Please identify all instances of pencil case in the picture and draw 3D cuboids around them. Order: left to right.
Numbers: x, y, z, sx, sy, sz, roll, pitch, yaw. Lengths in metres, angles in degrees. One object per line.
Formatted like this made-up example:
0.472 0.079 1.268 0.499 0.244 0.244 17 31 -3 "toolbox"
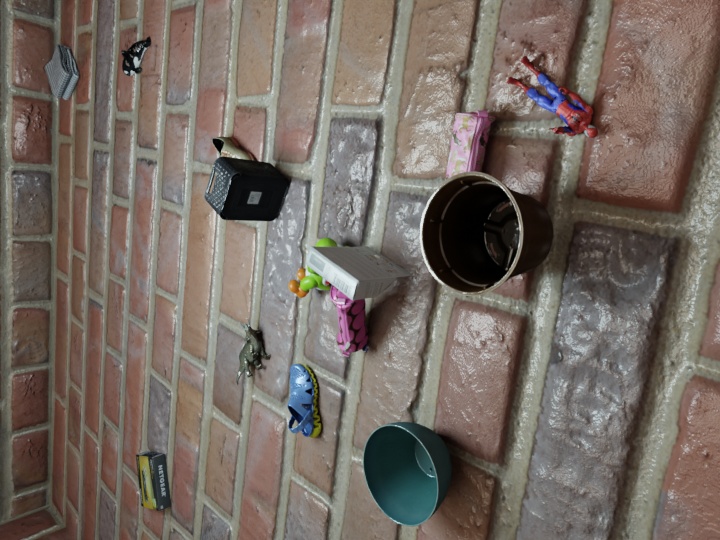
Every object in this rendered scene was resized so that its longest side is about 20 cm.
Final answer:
-0.025 0.107 1.219 0.089 0.094 0.203 19 141 23 "pencil case"
0.210 -0.211 1.044 0.085 0.082 0.206 17 103 40 "pencil case"

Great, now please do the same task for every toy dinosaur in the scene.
-0.330 0.253 1.587 0.102 0.075 0.204 47 127 43 "toy dinosaur"

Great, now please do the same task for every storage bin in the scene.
-0.307 -0.219 1.435 0.094 0.197 0.138 41 118 31 "storage bin"

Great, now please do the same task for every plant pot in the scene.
0.119 0.416 1.131 0.197 0.133 0.207 4 96 41 "plant pot"
0.239 -0.066 0.948 0.197 0.196 0.207 4 96 41 "plant pot"

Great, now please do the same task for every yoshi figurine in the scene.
-0.106 -0.019 1.332 0.198 0.110 0.115 -33 65 35 "yoshi figurine"

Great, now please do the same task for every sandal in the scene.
-0.161 0.353 1.418 0.078 0.086 0.206 -20 78 42 "sandal"

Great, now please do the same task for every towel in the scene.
-1.398 -0.932 2.464 0.165 0.084 0.204 -41 66 35 "towel"

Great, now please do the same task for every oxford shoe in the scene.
-0.381 -0.336 1.579 0.200 0.074 0.072 43 118 32 "oxford shoe"

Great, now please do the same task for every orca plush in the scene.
-0.867 -0.812 1.995 0.197 0.070 0.109 -10 86 42 "orca plush"

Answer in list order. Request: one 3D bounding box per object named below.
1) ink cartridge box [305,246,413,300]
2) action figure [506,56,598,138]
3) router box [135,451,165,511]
0.000 0.000 1.167 0.161 0.197 0.058 34 109 35 "ink cartridge box"
0.331 -0.299 0.921 0.201 0.098 0.066 51 124 24 "action figure"
-0.815 0.823 2.065 0.155 0.052 0.206 -13 84 42 "router box"
